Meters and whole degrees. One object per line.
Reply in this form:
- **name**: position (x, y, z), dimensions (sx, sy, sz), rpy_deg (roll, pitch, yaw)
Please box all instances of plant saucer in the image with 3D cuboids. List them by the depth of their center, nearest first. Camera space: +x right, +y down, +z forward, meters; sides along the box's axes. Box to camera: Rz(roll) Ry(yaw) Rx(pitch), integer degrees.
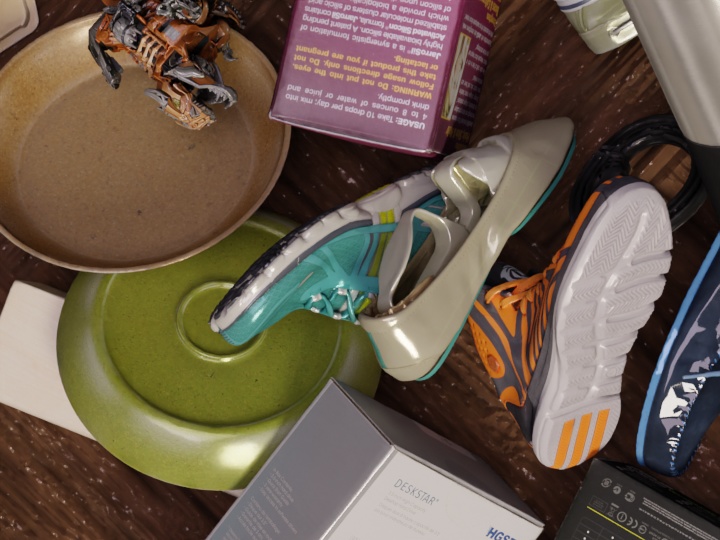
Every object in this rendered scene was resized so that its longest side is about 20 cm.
- **plant saucer**: position (-0.084, 0.036, 1.281), dimensions (0.200, 0.031, 0.200), rpy_deg (3, 59, -5)
- **plant saucer**: position (-0.140, -0.075, 1.305), dimensions (0.200, 0.035, 0.200), rpy_deg (-2, 58, 4)

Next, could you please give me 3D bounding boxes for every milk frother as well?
- **milk frother**: position (0.183, -0.109, 1.189), dimensions (0.200, 0.181, 0.188), rpy_deg (-22, 114, 14)

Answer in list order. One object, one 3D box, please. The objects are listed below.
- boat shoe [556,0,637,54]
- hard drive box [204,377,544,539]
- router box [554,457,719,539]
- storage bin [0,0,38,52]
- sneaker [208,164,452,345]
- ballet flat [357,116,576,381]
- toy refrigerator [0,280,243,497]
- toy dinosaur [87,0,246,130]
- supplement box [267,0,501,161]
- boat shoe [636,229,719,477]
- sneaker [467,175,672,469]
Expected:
- **boat shoe**: position (0.210, -0.200, 1.273), dimensions (0.200, 0.072, 0.062), rpy_deg (-26, 111, 12)
- **hard drive box**: position (-0.011, 0.185, 1.258), dimensions (0.200, 0.156, 0.077), rpy_deg (-51, 44, 6)
- **router box**: position (0.195, 0.222, 1.246), dimensions (0.200, 0.062, 0.150), rpy_deg (29, 96, 27)
- **storage bin**: position (-0.317, -0.154, 1.287), dimensions (0.198, 0.200, 0.094), rpy_deg (-31, 84, 9)
- **sneaker**: position (0.000, 0.000, 1.254), dimensions (0.200, 0.077, 0.080), rpy_deg (-26, 85, -33)
- **ballet flat**: position (0.059, -0.028, 1.233), dimensions (0.069, 0.069, 0.200), rpy_deg (28, 65, 8)
- **toy refrigerator**: position (-0.131, 0.076, 1.326), dimensions (0.200, 0.070, 0.076), rpy_deg (20, 90, 7)
- **toy dinosaur**: position (-0.118, -0.185, 1.300), dimensions (0.136, 0.102, 0.200), rpy_deg (-30, 85, 7)
- **supplement box**: position (0.027, -0.173, 1.265), dimensions (0.103, 0.131, 0.200), rpy_deg (13, 92, 10)
- **boat shoe**: position (0.226, 0.035, 1.256), dimensions (0.069, 0.084, 0.200), rpy_deg (24, 97, 20)
- **sneaker**: position (0.111, 0.012, 1.241), dimensions (0.112, 0.077, 0.200), rpy_deg (49, 137, 41)
